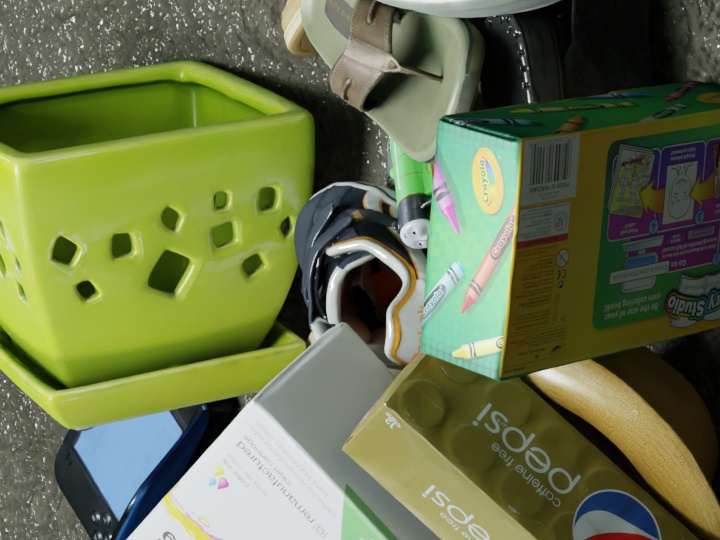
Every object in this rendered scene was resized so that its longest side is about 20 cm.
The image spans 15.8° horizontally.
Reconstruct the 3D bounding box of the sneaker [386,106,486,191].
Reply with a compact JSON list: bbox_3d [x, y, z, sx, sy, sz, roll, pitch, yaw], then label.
[{"bbox_3d":[0.075,-0.019,1.469,0.200,0.077,0.092,52,142,41],"label":"sneaker"}]

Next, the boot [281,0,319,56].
[{"bbox_3d":[-0.013,-0.241,1.521,0.156,0.072,0.200,57,134,26],"label":"boot"}]

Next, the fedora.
[{"bbox_3d":[0.130,0.096,1.379,0.200,0.082,0.201,26,143,21],"label":"fedora"}]

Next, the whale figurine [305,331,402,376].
[{"bbox_3d":[0.022,0.088,1.545,0.201,0.103,0.160,-108,33,-51],"label":"whale figurine"}]

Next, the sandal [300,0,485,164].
[{"bbox_3d":[0.005,-0.115,1.398,0.201,0.057,0.080,40,119,53],"label":"sandal"}]

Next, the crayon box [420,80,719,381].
[{"bbox_3d":[0.122,-0.024,1.298,0.058,0.199,0.120,19,111,43],"label":"crayon box"}]

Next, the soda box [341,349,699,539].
[{"bbox_3d":[0.091,0.123,1.311,0.200,0.068,0.064,41,147,1],"label":"soda box"}]

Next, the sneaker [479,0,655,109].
[{"bbox_3d":[0.118,-0.076,1.372,0.060,0.104,0.202,3,101,55],"label":"sneaker"}]

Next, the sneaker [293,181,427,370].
[{"bbox_3d":[0.000,0.000,1.454,0.200,0.079,0.079,28,119,56],"label":"sneaker"}]

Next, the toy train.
[{"bbox_3d":[0.039,-0.089,1.441,0.056,0.042,0.201,-15,47,12],"label":"toy train"}]

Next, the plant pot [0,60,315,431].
[{"bbox_3d":[-0.146,-0.016,1.615,0.199,0.199,0.183,-152,54,-61],"label":"plant pot"}]

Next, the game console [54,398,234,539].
[{"bbox_3d":[-0.177,0.143,1.763,0.171,0.118,0.201,54,133,29],"label":"game console"}]

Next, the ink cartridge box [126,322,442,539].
[{"bbox_3d":[-0.028,0.146,1.424,0.145,0.087,0.200,47,140,3],"label":"ink cartridge box"}]

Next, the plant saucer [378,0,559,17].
[{"bbox_3d":[0.084,-0.185,1.350,0.200,0.200,0.050,25,149,45],"label":"plant saucer"}]
